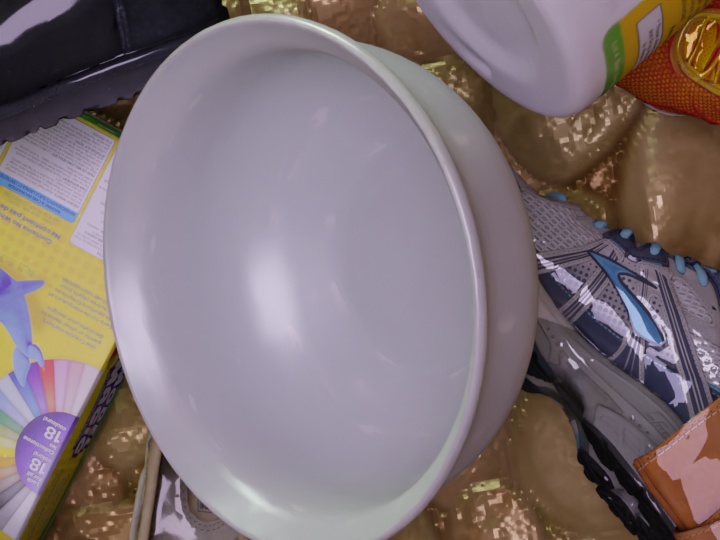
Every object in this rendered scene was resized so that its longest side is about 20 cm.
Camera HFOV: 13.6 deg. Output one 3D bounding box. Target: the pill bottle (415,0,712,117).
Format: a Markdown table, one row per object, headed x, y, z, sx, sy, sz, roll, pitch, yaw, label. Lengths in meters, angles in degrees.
| x | y | z | sx | sy | sz | roll | pitch | yaw | label |
| --- | --- | --- | --- | --- | --- | --- | --- | --- | --- |
| 0.115 | -0.159 | 1.129 | 0.200 | 0.111 | 0.111 | -40 | 84 | -16 | pill bottle |

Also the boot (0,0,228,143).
| x | y | z | sx | sy | sz | roll | pitch | yaw | label |
| --- | --- | --- | --- | --- | --- | --- | --- | --- | --- |
| -0.150 | -0.154 | 1.142 | 0.164 | 0.066 | 0.201 | -20 | 107 | -10 | boot |

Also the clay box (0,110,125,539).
| x | y | z | sx | sy | sz | roll | pitch | yaw | label |
| --- | --- | --- | --- | --- | --- | --- | --- | --- | --- |
| -0.154 | 0.027 | 1.231 | 0.115 | 0.048 | 0.201 | 28 | 95 | 9 | clay box |

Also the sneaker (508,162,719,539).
| x | y | z | sx | sy | sz | roll | pitch | yaw | label |
| --- | --- | --- | --- | --- | --- | --- | --- | --- | --- |
| 0.099 | 0.018 | 1.185 | 0.086 | 0.078 | 0.200 | -34 | 82 | -14 | sneaker |

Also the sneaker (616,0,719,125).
| x | y | z | sx | sy | sz | roll | pitch | yaw | label |
| --- | --- | --- | --- | --- | --- | --- | --- | --- | --- |
| 0.168 | -0.080 | 1.159 | 0.199 | 0.077 | 0.073 | 19 | 95 | 13 | sneaker |

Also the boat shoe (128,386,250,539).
| x | y | z | sx | sy | sz | roll | pitch | yaw | label |
| --- | --- | --- | --- | --- | --- | --- | --- | --- | --- |
| -0.065 | 0.145 | 1.208 | 0.073 | 0.063 | 0.202 | 5 | 91 | 10 | boat shoe |

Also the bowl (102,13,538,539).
| x | y | z | sx | sy | sz | roll | pitch | yaw | label |
| --- | --- | --- | --- | --- | --- | --- | --- | --- | --- |
| 0.000 | 0.000 | 1.125 | 0.201 | 0.090 | 0.202 | 12 | 108 | 43 | bowl |

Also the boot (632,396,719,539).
| x | y | z | sx | sy | sz | roll | pitch | yaw | label |
| --- | --- | --- | --- | --- | --- | --- | --- | --- | --- |
| 0.209 | 0.081 | 1.127 | 0.200 | 0.077 | 0.155 | -35 | 81 | -19 | boot |
